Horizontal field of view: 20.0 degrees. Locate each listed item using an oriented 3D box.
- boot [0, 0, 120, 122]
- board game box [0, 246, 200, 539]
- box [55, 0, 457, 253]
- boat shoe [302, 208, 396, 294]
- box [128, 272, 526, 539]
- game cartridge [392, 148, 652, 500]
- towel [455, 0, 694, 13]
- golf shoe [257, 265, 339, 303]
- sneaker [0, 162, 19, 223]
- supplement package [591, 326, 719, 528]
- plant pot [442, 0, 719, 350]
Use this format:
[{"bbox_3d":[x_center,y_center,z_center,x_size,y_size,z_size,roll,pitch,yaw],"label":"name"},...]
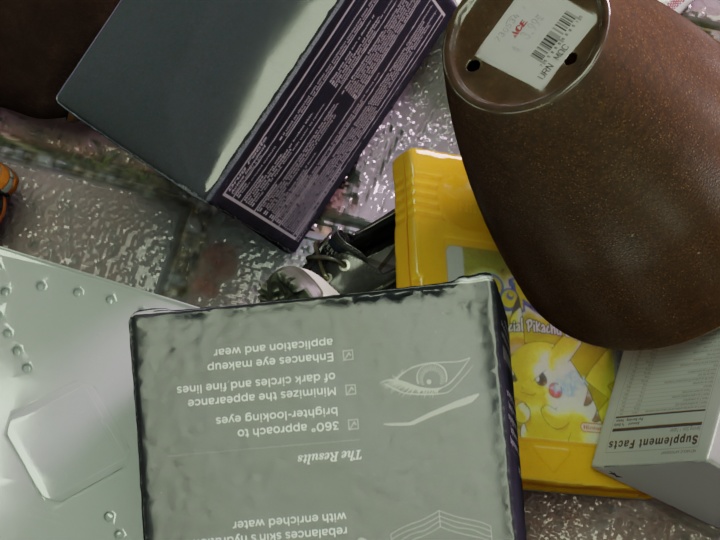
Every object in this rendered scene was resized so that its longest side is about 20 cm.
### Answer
[{"bbox_3d":[-0.211,-0.168,1.252,0.166,0.200,0.072,2,48,-3],"label":"boot"},{"bbox_3d":[-0.170,0.101,1.176,0.200,0.026,0.200,17,70,-9],"label":"board game box"},{"bbox_3d":[-0.057,-0.136,1.242,0.123,0.198,0.200,34,90,14],"label":"box"},{"bbox_3d":[0.000,0.000,1.268,0.200,0.066,0.070,-25,38,-6],"label":"boat shoe"},{"bbox_3d":[-0.012,0.118,1.100,0.196,0.117,0.200,-6,79,6],"label":"box"},{"bbox_3d":[0.103,0.034,1.232,0.176,0.032,0.200,7,71,-28],"label":"game cartridge"},{"bbox_3d":[0.113,-0.219,1.347,0.146,0.030,0.200,-38,86,-8],"label":"towel"},{"bbox_3d":[0.016,0.069,1.234,0.088,0.077,0.200,-45,104,-31],"label":"golf shoe"},{"bbox_3d":[-0.328,-0.061,1.312,0.200,0.078,0.112,29,88,14],"label":"sneaker"},{"bbox_3d":[0.234,0.042,1.206,0.109,0.114,0.200,26,72,-25],"label":"supplement package"},{"bbox_3d":[0.128,-0.080,1.110,0.187,0.200,0.187,-12,60,23],"label":"plant pot"}]
